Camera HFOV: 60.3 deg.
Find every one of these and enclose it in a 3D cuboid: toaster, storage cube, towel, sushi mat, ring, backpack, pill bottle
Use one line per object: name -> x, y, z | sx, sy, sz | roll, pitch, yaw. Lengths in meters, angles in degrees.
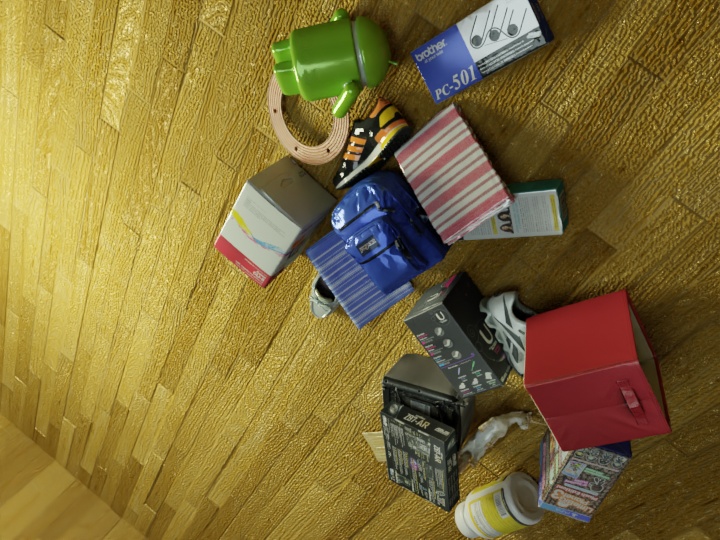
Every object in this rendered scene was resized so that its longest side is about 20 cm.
toaster -> 0.152, 0.292, 1.330 | 0.199, 0.119, 0.182 | 12, 125, 25
storage cube -> 0.391, 0.168, 1.038 | 0.179, 0.200, 0.171 | -21, 118, 28
towel -> 0.156, -0.163, 1.058 | 0.146, 0.030, 0.201 | -35, 77, 32
sushi mat -> 0.103, 0.428, 1.516 | 0.199, 0.012, 0.096 | -14, 109, 36
ring -> -0.096, -0.297, 1.154 | 0.200, 0.019, 0.201 | 19, 122, 32
towel -> 0.000, 0.000, 1.245 | 0.145, 0.024, 0.200 | -34, 101, 0
backpack -> 0.050, -0.075, 1.129 | 0.162, 0.168, 0.200 | -34, 97, 28
pill bottle -> 0.307, 0.538, 1.399 | 0.111, 0.111, 0.200 | 45, 132, -2

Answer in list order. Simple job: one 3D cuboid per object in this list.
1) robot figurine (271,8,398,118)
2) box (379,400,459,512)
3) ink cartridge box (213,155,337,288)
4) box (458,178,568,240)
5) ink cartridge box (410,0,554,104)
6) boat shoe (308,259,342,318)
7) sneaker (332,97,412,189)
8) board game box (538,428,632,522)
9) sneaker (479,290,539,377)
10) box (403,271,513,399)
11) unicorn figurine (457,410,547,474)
robot figurine -> -0.041, -0.347, 1.017 | 0.199, 0.176, 0.116 | -10, 157, 5
box -> 0.122, 0.382, 1.276 | 0.160, 0.043, 0.201 | 16, 127, 38
ink cartridge box -> -0.174, -0.099, 1.260 | 0.145, 0.145, 0.200 | 40, 132, 2
box -> 0.248, -0.102, 1.067 | 0.199, 0.049, 0.083 | -1, 117, 32
ink cartridge box -> 0.183, -0.345, 0.955 | 0.200, 0.044, 0.094 | -21, 105, 39
boat shoe -> -0.070, 0.034, 1.335 | 0.074, 0.065, 0.202 | 35, 130, 7
sneaker -> 0.007, -0.230, 1.130 | 0.200, 0.070, 0.090 | -38, 79, 42
board game box -> 0.415, 0.337, 1.164 | 0.096, 0.160, 0.201 | 16, 128, 6
sneaker -> 0.310, 0.126, 1.158 | 0.088, 0.074, 0.200 | -28, 102, 41
box -> 0.198, 0.125, 1.193 | 0.106, 0.122, 0.200 | -30, 101, 41
unicorn figurine -> 0.269, 0.339, 1.268 | 0.200, 0.137, 0.074 | -34, 76, 30
